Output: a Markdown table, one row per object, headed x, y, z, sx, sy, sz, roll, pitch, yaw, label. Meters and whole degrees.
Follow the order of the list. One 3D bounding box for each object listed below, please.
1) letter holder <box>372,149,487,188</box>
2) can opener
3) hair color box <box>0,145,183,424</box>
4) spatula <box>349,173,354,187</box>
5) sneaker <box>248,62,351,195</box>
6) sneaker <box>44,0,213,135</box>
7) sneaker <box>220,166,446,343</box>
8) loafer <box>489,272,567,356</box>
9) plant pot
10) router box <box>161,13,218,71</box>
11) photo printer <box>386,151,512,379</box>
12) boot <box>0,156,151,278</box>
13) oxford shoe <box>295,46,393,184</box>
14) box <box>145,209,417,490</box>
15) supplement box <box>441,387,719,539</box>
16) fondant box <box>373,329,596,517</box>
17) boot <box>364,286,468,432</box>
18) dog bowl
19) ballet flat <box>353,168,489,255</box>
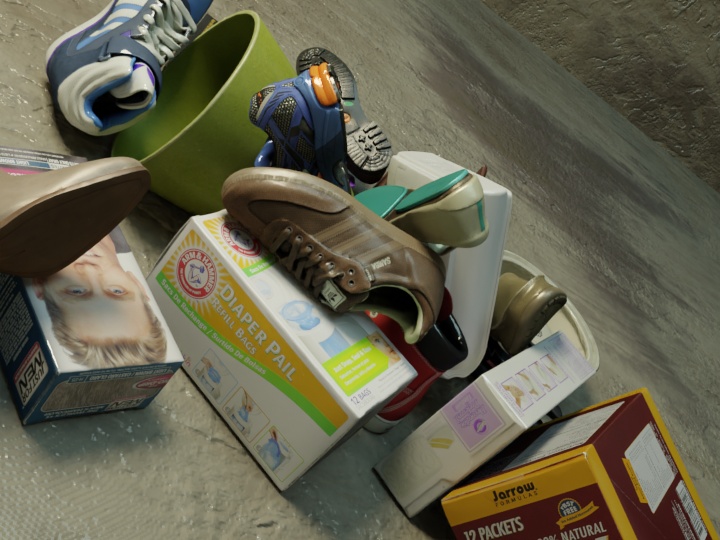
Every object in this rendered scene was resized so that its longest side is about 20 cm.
| x | y | z | sx | sy | sz | roll | pitch | yaw | label |
| --- | --- | --- | --- | --- | --- | --- | --- | --- | --- |
| 0.069 | -0.085 | 0.968 | 0.100 | 0.142 | 0.200 | 41 | 29 | -4 | letter holder |
| 0.149 | 0.110 | 0.900 | 0.200 | 0.063 | 0.079 | 49 | 30 | -12 | can opener |
| -0.216 | 0.004 | 0.569 | 0.100 | 0.061 | 0.201 | 1 | 50 | -51 | hair color box |
| -0.036 | -0.079 | 0.949 | 0.056 | 0.021 | 0.201 | 17 | 37 | -10 | spatula |
| -0.049 | -0.085 | 0.674 | 0.078 | 0.201 | 0.076 | -7 | 47 | -2 | sneaker |
| -0.194 | -0.202 | 0.738 | 0.147 | 0.199 | 0.081 | 48 | -7 | 40 | sneaker |
| -0.019 | -0.011 | 0.618 | 0.199 | 0.070 | 0.076 | 24 | 53 | -16 | sneaker |
| 0.151 | 0.041 | 0.794 | 0.067 | 0.076 | 0.200 | 43 | -7 | 11 | loafer |
| -0.100 | -0.108 | 0.769 | 0.200 | 0.187 | 0.188 | 43 | 24 | -33 | plant pot |
| -0.153 | -0.210 | 0.947 | 0.157 | 0.052 | 0.201 | 35 | 29 | -18 | router box |
| 0.074 | -0.003 | 0.792 | 0.069 | 0.202 | 0.166 | -1 | 19 | -23 | photo printer |
| -0.254 | -0.050 | 0.497 | 0.200 | 0.070 | 0.146 | -36 | 67 | -26 | boot |
| -0.030 | -0.195 | 1.026 | 0.084 | 0.072 | 0.201 | 106 | -40 | -72 | oxford shoe |
| -0.070 | 0.053 | 0.645 | 0.200 | 0.101 | 0.112 | 49 | 28 | 11 | box |
| 0.200 | 0.233 | 0.667 | 0.199 | 0.132 | 0.199 | -12 | 76 | -57 | supplement box |
| 0.121 | 0.135 | 0.734 | 0.058 | 0.144 | 0.200 | 52 | 29 | 14 | fondant box |
| 0.004 | 0.030 | 0.728 | 0.200 | 0.144 | 0.072 | 48 | 30 | 11 | boot |
| 0.205 | 0.070 | 1.007 | 0.199 | 0.074 | 0.201 | 32 | 30 | -21 | dog bowl |
| 0.045 | -0.040 | 0.696 | 0.069 | 0.070 | 0.200 | 29 | -13 | -24 | ballet flat |
